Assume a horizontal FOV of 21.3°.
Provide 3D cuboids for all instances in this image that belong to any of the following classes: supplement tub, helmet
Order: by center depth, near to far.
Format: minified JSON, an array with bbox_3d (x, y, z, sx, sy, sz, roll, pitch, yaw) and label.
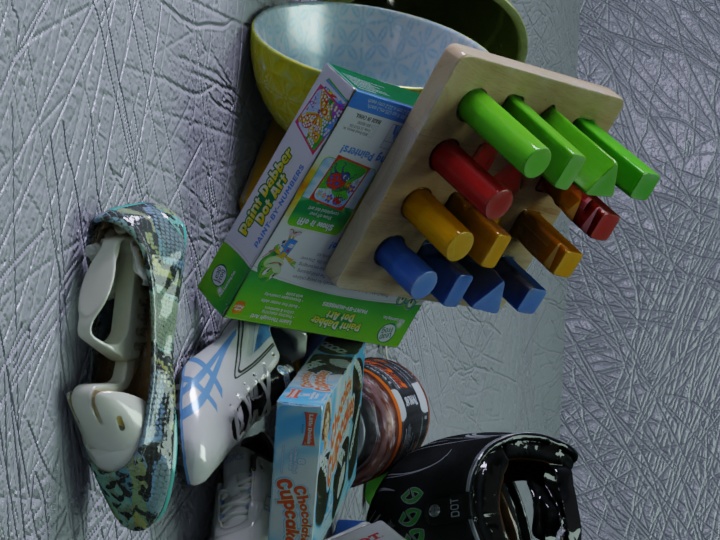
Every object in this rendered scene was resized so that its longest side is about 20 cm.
[{"bbox_3d":[0.099,0.234,1.651,0.198,0.190,0.202,16,61,-30],"label":"helmet"},{"bbox_3d":[-0.006,0.133,1.672,0.200,0.106,0.108,-3,94,-77],"label":"supplement tub"}]

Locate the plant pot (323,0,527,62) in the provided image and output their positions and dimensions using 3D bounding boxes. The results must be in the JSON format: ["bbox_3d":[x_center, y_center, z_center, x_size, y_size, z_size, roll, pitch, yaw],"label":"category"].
[{"bbox_3d":[0.042,-0.265,1.738,0.201,0.198,0.192,73,10,-54],"label":"plant pot"}]

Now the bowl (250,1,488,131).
[{"bbox_3d":[0.003,-0.132,1.534,0.200,0.198,0.109,-59,161,-65],"label":"bowl"}]

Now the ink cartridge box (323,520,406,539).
[{"bbox_3d":[0.012,0.293,1.481,0.200,0.145,0.085,32,-46,51],"label":"ink cartridge box"}]

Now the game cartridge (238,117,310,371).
[{"bbox_3d":[-0.053,-0.044,1.616,0.201,0.032,0.178,-71,158,-51],"label":"game cartridge"}]

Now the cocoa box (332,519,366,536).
[{"bbox_3d":[0.038,0.354,1.823,0.132,0.132,0.202,-72,159,-49],"label":"cocoa box"}]

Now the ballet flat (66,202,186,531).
[{"bbox_3d":[-0.150,0.057,1.172,0.074,0.073,0.203,30,61,-75],"label":"ballet flat"}]

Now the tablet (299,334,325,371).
[{"bbox_3d":[0.000,0.000,1.586,0.201,0.014,0.130,-62,-173,10],"label":"tablet"}]

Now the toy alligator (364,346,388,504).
[{"bbox_3d":[0.040,0.148,1.982,0.059,0.054,0.202,60,34,-67],"label":"toy alligator"}]

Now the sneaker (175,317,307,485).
[{"bbox_3d":[-0.089,0.087,1.390,0.200,0.072,0.073,-64,154,-58],"label":"sneaker"}]

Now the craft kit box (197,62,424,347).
[{"bbox_3d":[0.003,-0.042,1.434,0.199,0.048,0.199,13,112,-48],"label":"craft kit box"}]

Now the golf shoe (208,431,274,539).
[{"bbox_3d":[-0.092,0.185,1.431,0.200,0.078,0.098,-57,129,-76],"label":"golf shoe"}]

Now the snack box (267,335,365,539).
[{"bbox_3d":[-0.031,0.129,1.426,0.200,0.037,0.118,-52,147,-75],"label":"snack box"}]

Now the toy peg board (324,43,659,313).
[{"bbox_3d":[0.110,-0.042,1.421,0.199,0.098,0.200,9,118,-46],"label":"toy peg board"}]
